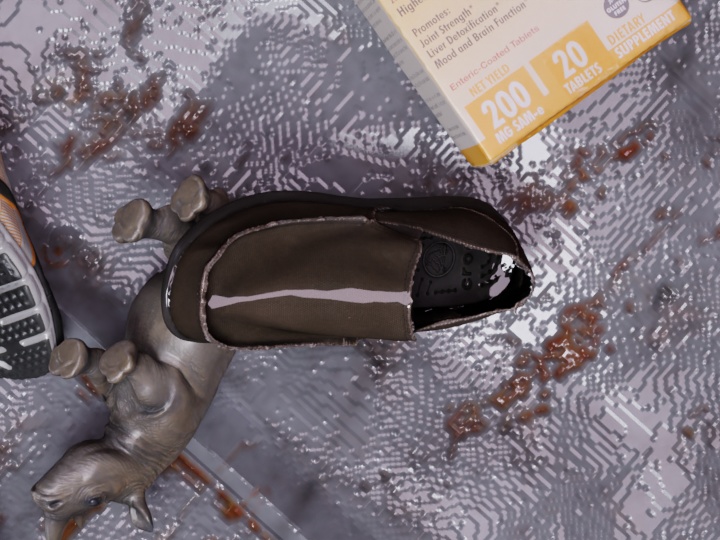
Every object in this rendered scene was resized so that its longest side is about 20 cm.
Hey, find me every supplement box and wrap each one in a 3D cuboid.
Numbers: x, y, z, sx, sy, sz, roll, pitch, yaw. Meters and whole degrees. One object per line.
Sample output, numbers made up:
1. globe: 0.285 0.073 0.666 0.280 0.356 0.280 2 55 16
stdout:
1. supplement box: 0.053 -0.167 1.406 0.126 0.074 0.200 -36 93 -4

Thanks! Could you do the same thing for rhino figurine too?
1. rhino figurine: -0.104 0.053 1.397 0.087 0.060 0.200 26 90 -49

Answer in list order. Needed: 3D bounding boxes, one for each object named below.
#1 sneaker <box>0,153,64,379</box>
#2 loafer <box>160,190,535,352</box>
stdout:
1. sneaker: -0.193 -0.038 1.385 0.074 0.080 0.200 -11 117 29
2. loafer: 0.000 0.000 1.368 0.200 0.071 0.073 -10 111 -29
